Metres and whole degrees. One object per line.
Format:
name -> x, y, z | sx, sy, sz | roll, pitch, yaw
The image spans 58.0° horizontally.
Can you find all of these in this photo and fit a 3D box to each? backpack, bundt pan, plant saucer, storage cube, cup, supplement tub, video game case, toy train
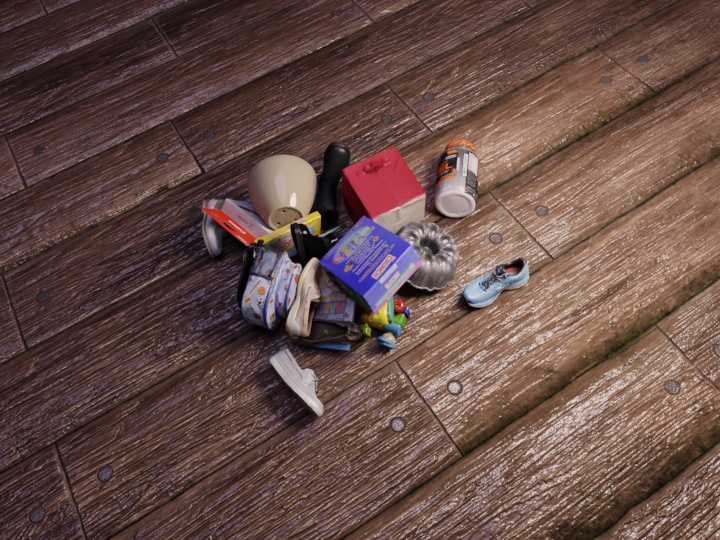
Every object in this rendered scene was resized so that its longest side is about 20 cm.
backpack -> -0.224, 0.054, 1.651 | 0.152, 0.201, 0.193 | 19, 73, 19
bundt pan -> 0.173, -0.051, 1.696 | 0.198, 0.076, 0.205 | 11, 49, -13
plant saucer -> -0.141, -0.062, 1.783 | 0.197, 0.070, 0.019 | -27, 79, -12
storage cube -> 0.062, -0.190, 1.771 | 0.168, 0.201, 0.181 | -25, 63, -12
cup -> -0.212, -0.193, 1.788 | 0.196, 0.202, 0.145 | -9, 52, -1
supplement tub -> 0.276, -0.262, 1.840 | 0.120, 0.123, 0.203 | 5, 56, 8
video game case -> -0.080, 0.095, 1.645 | 0.140, 0.018, 0.204 | 4, 79, 17
toy train -> 0.018, 0.116, 1.646 | 0.197, 0.085, 0.117 | 18, 73, 17

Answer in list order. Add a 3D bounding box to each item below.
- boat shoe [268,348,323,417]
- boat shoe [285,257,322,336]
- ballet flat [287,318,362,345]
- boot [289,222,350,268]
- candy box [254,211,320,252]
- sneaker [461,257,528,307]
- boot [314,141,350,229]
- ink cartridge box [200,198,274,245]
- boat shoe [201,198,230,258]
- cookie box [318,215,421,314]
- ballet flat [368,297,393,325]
boat shoe -> -0.142, 0.263, 1.562 | 0.071, 0.071, 0.201 | -38, 58, -15
boat shoe -> -0.125, 0.067, 1.610 | 0.064, 0.072, 0.203 | 11, 68, 17
ballet flat -> -0.091, 0.150, 1.601 | 0.196, 0.046, 0.069 | 0, 77, 17
boot -> -0.094, -0.078, 1.703 | 0.155, 0.212, 0.080 | -24, 60, -6
candy box -> -0.195, -0.081, 1.758 | 0.198, 0.103, 0.026 | -28, 56, -24
sneaker -> 0.344, 0.020, 1.665 | 0.197, 0.091, 0.079 | -28, 58, -12
boot -> -0.079, -0.234, 1.817 | 0.075, 0.201, 0.171 | 11, 52, -14
ink cartridge box -> -0.315, -0.133, 1.790 | 0.199, 0.173, 0.044 | 37, 105, 25
boat shoe -> -0.407, -0.128, 1.844 | 0.067, 0.075, 0.203 | -14, 55, 2
cookie box -> 0.021, -0.017, 1.564 | 0.171, 0.075, 0.199 | -45, 43, -9
ballet flat -> 0.054, 0.048, 1.587 | 0.066, 0.067, 0.203 | -7, 48, 19
